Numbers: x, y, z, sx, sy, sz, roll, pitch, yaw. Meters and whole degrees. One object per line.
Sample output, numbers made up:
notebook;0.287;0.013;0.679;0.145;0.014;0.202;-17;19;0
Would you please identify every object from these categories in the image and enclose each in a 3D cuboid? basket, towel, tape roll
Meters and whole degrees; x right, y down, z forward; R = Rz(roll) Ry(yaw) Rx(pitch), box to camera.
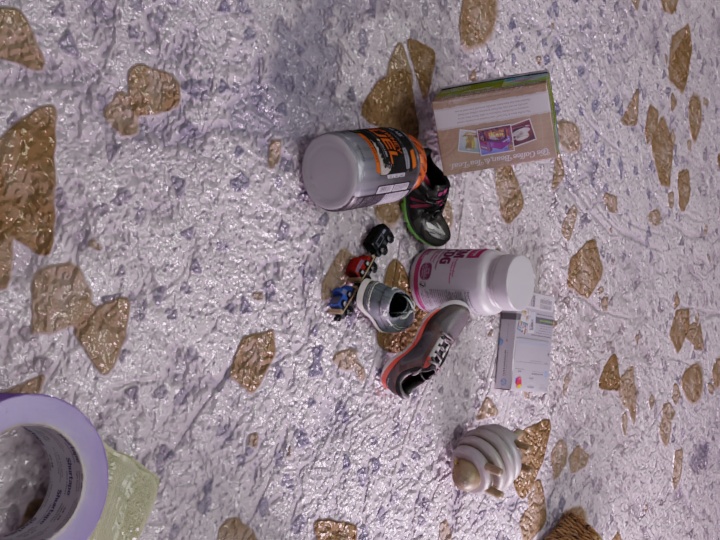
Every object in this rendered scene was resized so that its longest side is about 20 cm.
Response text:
basket;0.484;0.643;2.309;0.149;0.142;0.202;-28;113;-46
towel;-0.334;0.325;1.355;0.148;0.036;0.202;42;59;-42
tape roll;-0.393;0.239;1.217;0.199;0.084;0.202;5;82;-44

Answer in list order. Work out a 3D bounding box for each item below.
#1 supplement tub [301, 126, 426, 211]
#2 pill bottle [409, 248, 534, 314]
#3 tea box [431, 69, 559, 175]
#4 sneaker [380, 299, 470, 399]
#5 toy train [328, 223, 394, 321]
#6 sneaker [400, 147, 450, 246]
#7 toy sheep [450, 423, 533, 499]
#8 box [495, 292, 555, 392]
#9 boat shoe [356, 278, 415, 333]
supplement tub;0.012;-0.163;1.706;0.199;0.122;0.124;-15;103;-51
pill bottle;0.195;0.019;1.879;0.113;0.199;0.115;-2;93;-51
tea box;0.240;-0.261;1.881;0.197;0.198;0.135;-61;141;-70
sneaker;0.124;0.142;1.823;0.200;0.082;0.077;-50;125;4
toy train;0.000;0.000;1.766;0.046;0.034;0.201;53;52;-34
sneaker;0.117;-0.126;1.869;0.077;0.083;0.201;-48;126;-38
toy sheep;0.243;0.351;2.005;0.199;0.137;0.139;-24;109;-40
box;0.338;0.145;2.190;0.155;0.041;0.202;10;82;-51
boat shoe;0.057;0.066;1.793;0.200;0.061;0.074;38;68;-61
